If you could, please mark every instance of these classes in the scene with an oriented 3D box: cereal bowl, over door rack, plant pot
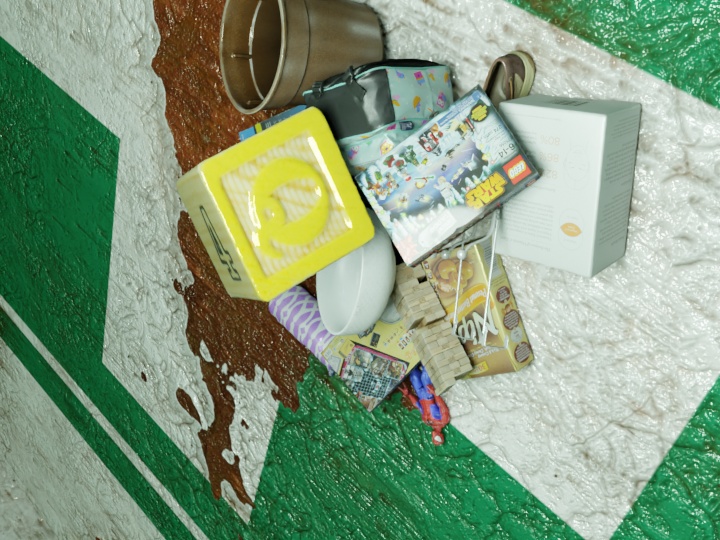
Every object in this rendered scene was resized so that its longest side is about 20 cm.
[{"bbox_3d":[0.000,0.000,1.200,0.199,0.081,0.206,-176,90,-68],"label":"cereal bowl"},{"bbox_3d":[0.144,0.004,1.066,0.148,0.065,0.206,-171,77,-79],"label":"over door rack"},{"bbox_3d":[-0.083,-0.336,1.170,0.198,0.195,0.206,10,103,54],"label":"plant pot"}]

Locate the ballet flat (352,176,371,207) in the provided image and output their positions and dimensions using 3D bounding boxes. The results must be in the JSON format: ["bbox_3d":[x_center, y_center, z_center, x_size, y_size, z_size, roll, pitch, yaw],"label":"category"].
[{"bbox_3d":[-0.015,-0.193,1.250,0.066,0.056,0.204,-39,55,42],"label":"ballet flat"}]

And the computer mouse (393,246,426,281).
[{"bbox_3d":[0.031,0.039,1.334,0.137,0.052,0.203,34,119,22],"label":"computer mouse"}]

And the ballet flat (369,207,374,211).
[{"bbox_3d":[0.070,-0.113,1.225,0.199,0.072,0.074,-36,81,45],"label":"ballet flat"}]

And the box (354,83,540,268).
[{"bbox_3d":[0.108,-0.117,0.984,0.198,0.040,0.139,-36,77,12],"label":"box"}]

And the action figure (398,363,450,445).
[{"bbox_3d":[0.107,0.201,1.325,0.064,0.051,0.204,-13,99,41],"label":"action figure"}]

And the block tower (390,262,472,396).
[{"bbox_3d":[0.104,0.086,1.200,0.054,0.057,0.203,115,134,-64],"label":"block tower"}]

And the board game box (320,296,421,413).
[{"bbox_3d":[0.034,0.125,1.302,0.136,0.034,0.201,48,123,12],"label":"board game box"}]

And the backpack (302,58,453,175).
[{"bbox_3d":[0.042,-0.223,1.114,0.174,0.198,0.157,-9,103,49],"label":"backpack"}]

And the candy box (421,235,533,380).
[{"bbox_3d":[0.178,0.059,1.193,0.114,0.055,0.204,-17,92,47],"label":"candy box"}]

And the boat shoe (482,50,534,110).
[{"bbox_3d":[0.180,-0.201,1.078,0.072,0.071,0.203,35,127,28],"label":"boat shoe"}]

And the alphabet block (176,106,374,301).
[{"bbox_3d":[-0.125,-0.087,1.090,0.199,0.193,0.199,62,159,-11],"label":"alphabet block"}]

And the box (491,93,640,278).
[{"bbox_3d":[0.263,-0.115,1.008,0.150,0.105,0.205,18,117,39],"label":"box"}]

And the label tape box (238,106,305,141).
[{"bbox_3d":[-0.115,-0.203,1.367,0.197,0.063,0.148,-9,99,45],"label":"label tape box"}]

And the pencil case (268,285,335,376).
[{"bbox_3d":[-0.087,0.107,1.453,0.200,0.083,0.086,43,154,25],"label":"pencil case"}]
